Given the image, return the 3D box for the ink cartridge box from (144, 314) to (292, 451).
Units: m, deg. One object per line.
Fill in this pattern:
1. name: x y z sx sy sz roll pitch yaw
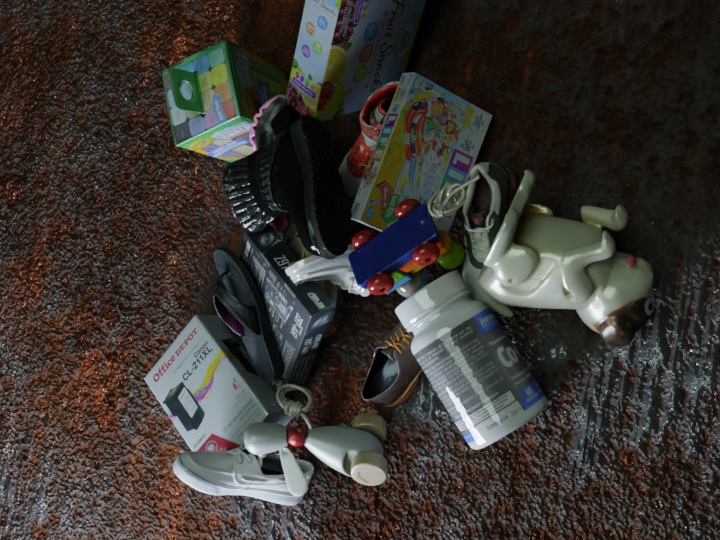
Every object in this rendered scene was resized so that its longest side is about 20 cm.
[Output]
1. ink cartridge box: -0.212 0.185 1.329 0.146 0.083 0.200 -49 65 17

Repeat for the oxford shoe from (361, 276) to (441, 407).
1. oxford shoe: 0.067 0.097 1.184 0.071 0.073 0.200 32 100 29

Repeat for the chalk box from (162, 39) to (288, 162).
1. chalk box: -0.200 -0.246 1.300 0.123 0.200 0.125 -18 77 26

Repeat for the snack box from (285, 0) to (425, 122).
1. snack box: -0.002 -0.309 1.170 0.068 0.168 0.200 42 135 25

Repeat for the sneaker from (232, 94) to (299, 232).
1. sneaker: -0.114 -0.144 1.254 0.095 0.079 0.201 34 118 39

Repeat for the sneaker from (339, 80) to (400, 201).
1. sneaker: 0.014 -0.179 1.224 0.201 0.108 0.067 -41 67 20

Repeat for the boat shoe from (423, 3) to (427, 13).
1. boat shoe: 0.003 -0.367 1.272 0.199 0.072 0.068 -14 76 25

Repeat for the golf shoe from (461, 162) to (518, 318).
1. golf shoe: 0.156 -0.040 1.142 0.077 0.088 0.201 -2 85 27

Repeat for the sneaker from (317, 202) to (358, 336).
1. sneaker: -0.065 -0.009 1.272 0.088 0.075 0.201 13 89 35

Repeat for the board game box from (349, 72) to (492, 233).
1. board game box: 0.079 -0.137 1.158 0.034 0.134 0.201 18 87 60

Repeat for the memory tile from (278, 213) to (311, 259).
1. memory tile: -0.091 -0.090 1.280 0.153 0.017 0.201 -30 54 46

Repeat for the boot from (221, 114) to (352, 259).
1. boot: -0.098 -0.082 1.152 0.158 0.079 0.212 -29 55 29

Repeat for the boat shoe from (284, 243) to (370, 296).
1. boat shoe: 0.000 0.000 1.178 0.071 0.199 0.070 155 103 -67

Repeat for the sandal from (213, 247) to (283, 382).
1. sandal: -0.165 0.064 1.233 0.075 0.048 0.201 -18 94 56

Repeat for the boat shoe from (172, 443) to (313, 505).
1. boat shoe: -0.159 0.271 1.235 0.066 0.199 0.074 -62 33 18

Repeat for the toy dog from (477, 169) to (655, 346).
1. toy dog: 0.245 0.009 1.036 0.199 0.140 0.194 24 120 8

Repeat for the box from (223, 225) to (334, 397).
1. box: -0.120 0.062 1.255 0.160 0.043 0.200 49 141 25

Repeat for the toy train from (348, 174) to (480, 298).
1. toy train: 0.094 -0.036 1.099 0.200 0.116 0.085 -34 56 22

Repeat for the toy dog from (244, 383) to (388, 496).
1. toy dog: -0.050 0.249 1.211 0.199 0.132 0.097 18 130 19

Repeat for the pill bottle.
1. pill bottle: 0.133 0.108 1.103 0.114 0.114 0.200 -35 82 22
